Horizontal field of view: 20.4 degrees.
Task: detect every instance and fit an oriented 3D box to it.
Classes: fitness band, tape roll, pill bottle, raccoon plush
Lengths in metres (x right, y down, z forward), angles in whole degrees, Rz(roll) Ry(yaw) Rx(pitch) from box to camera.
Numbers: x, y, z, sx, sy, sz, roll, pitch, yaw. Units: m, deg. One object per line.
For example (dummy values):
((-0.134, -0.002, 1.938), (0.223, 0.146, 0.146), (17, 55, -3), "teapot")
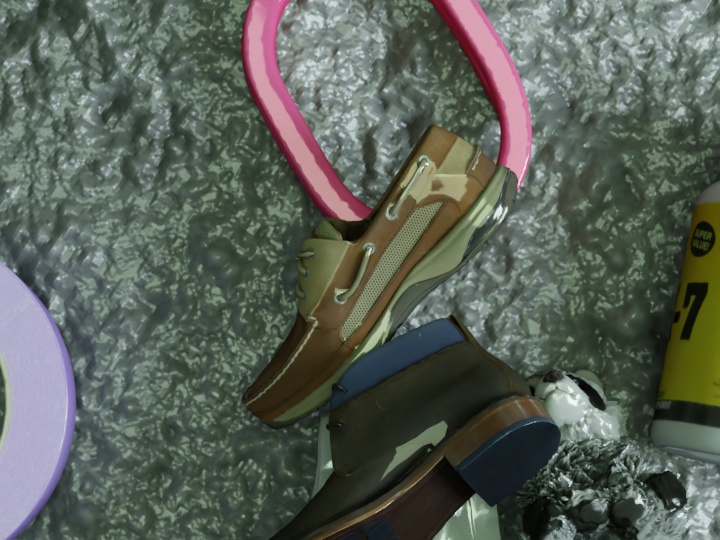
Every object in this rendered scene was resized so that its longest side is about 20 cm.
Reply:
((0.016, -0.105, 1.173), (0.144, 0.037, 0.200), (-30, 86, -6), "fitness band")
((-0.262, 0.076, 1.122), (0.200, 0.066, 0.200), (0, 85, -4), "tape roll")
((0.238, 0.013, 1.137), (0.114, 0.114, 0.200), (13, 83, -2), "pill bottle")
((0.114, 0.152, 1.148), (0.097, 0.134, 0.200), (2, 117, -15), "raccoon plush")

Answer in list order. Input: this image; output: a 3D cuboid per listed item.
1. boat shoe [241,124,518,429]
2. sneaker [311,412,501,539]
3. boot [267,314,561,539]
((0.000, 0.000, 1.124), (0.074, 0.076, 0.200), (42, 100, -8), "boat shoe")
((0.024, 0.171, 1.132), (0.115, 0.074, 0.200), (-8, 76, -2), "sneaker")
((0.003, 0.108, 1.090), (0.200, 0.075, 0.097), (-30, 52, -1), "boot")
